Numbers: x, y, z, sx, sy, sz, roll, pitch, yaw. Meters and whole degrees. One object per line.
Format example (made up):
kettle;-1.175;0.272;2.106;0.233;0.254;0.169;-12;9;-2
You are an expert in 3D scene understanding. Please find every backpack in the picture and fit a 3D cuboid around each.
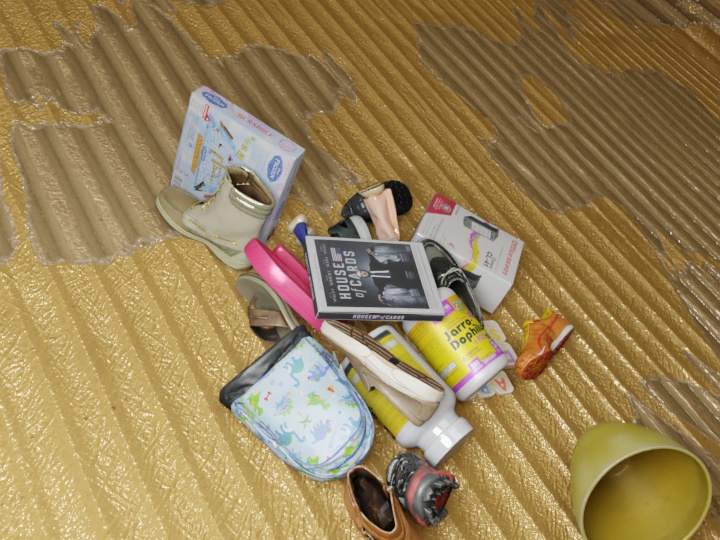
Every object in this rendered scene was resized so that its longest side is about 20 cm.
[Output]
backpack;-0.070;0.190;1.026;0.163;0.154;0.201;-38;86;-18

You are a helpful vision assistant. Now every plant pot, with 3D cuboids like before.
plant pot;0.391;0.308;1.136;0.197;0.202;0.142;14;18;-15

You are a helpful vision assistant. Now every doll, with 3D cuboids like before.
doll;-0.056;-0.007;1.245;0.048;0.137;0.201;-35;54;-3

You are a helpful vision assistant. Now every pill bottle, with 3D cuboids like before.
pill bottle;0.137;0.100;1.216;0.104;0.105;0.201;-26;71;-42
pill bottle;0.069;0.186;1.119;0.111;0.113;0.200;-25;63;-42

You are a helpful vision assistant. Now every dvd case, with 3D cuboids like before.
dvd case;0.018;0.012;1.158;0.197;0.025;0.152;3;47;-19

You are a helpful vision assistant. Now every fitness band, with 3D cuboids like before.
fitness band;-0.099;0.024;1.177;0.200;0.037;0.144;44;9;-17

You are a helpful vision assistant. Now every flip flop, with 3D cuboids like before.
flip flop;-0.133;0.085;1.150;0.057;0.081;0.201;-28;70;-27

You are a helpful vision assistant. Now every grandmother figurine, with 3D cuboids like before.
grandmother figurine;0.054;-0.049;1.316;0.060;0.202;0.121;-20;13;5

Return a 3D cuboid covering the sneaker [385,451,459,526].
sneaker;0.072;0.282;0.999;0.097;0.201;0.072;25;82;15

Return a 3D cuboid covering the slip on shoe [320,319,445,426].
slip on shoe;0.021;0.138;1.051;0.199;0.061;0.076;31;10;14

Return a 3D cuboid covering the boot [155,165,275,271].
boot;-0.232;-0.111;1.220;0.199;0.155;0.072;36;42;9

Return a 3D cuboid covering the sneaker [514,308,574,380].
sneaker;0.307;0.131;1.342;0.077;0.074;0.199;34;32;18

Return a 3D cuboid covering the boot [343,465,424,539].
boot;0.051;0.327;0.927;0.076;0.156;0.201;-31;63;-15

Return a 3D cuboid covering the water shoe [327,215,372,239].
water shoe;0.000;0.000;1.316;0.078;0.072;0.202;-19;59;-4

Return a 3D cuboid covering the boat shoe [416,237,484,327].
boat shoe;0.157;0.024;1.299;0.072;0.071;0.201;-29;76;-12

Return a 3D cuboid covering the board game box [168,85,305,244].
board game box;-0.208;-0.166;1.256;0.198;0.201;0.041;33;41;5

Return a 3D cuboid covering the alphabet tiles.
alphabet tiles;0.175;0.132;1.303;0.198;0.015;0.197;-2;50;-30

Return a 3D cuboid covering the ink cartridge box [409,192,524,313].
ink cartridge box;0.192;-0.035;1.425;0.198;0.086;0.148;28;41;2

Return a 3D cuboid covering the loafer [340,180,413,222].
loafer;0.034;-0.129;1.446;0.200;0.070;0.069;-18;89;-56
